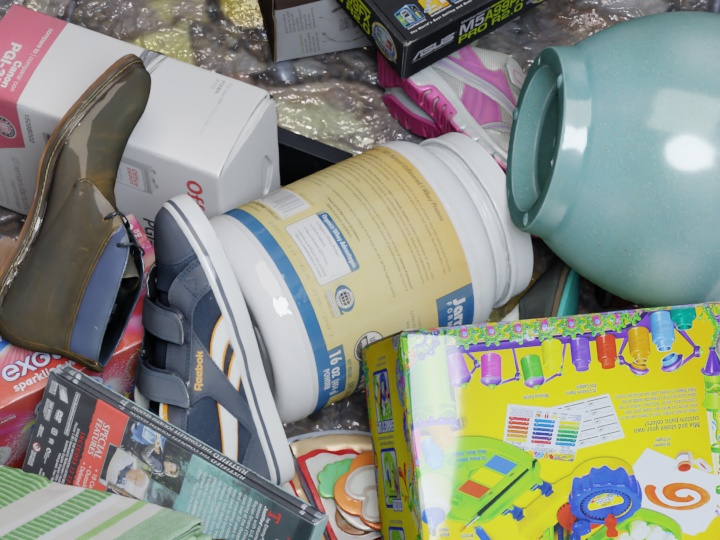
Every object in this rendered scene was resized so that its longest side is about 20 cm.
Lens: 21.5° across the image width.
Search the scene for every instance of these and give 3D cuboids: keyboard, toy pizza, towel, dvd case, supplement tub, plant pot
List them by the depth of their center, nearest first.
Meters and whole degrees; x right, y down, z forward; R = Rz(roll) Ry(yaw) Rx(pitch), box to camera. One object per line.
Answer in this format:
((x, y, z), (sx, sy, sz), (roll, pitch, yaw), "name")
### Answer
((-0.207, 0.161, 1.107), (0.199, 0.023, 0.152), (8, 21, 35), "towel")
((-0.127, 0.166, 1.172), (0.200, 0.146, 0.022), (27, 23, 20), "dvd case")
((0.171, -0.074, 1.207), (0.134, 0.200, 0.201), (7, 56, -11), "plant pot")
((-0.013, 0.187, 1.217), (0.199, 0.032, 0.201), (0, 57, 0), "toy pizza")
((0.000, 0.000, 1.269), (0.200, 0.145, 0.145), (-25, 60, -21), "supplement tub")
((-0.097, -0.108, 1.354), (0.199, 0.127, 0.021), (20, 69, 12), "keyboard")

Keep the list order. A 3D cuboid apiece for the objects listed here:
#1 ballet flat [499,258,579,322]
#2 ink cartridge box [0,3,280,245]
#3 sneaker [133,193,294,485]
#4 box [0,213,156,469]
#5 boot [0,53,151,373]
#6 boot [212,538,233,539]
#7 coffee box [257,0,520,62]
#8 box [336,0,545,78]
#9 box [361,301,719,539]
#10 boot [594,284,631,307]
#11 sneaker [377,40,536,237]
((0.110, 0.077, 1.273), (0.068, 0.068, 0.201), (0, 56, 10), "ballet flat")
((-0.164, -0.085, 1.326), (0.199, 0.147, 0.083), (20, 59, 13), "ink cartridge box")
((-0.106, 0.056, 1.189), (0.079, 0.201, 0.078), (-21, 15, -16), "sneaker")
((-0.213, 0.060, 1.260), (0.200, 0.096, 0.100), (-25, 59, -16), "box")
((-0.161, -0.033, 1.204), (0.097, 0.075, 0.200), (28, 87, 13), "boot")
((-0.034, 0.259, 1.086), (0.200, 0.156, 0.073), (19, 18, 31), "boot")
((0.017, -0.244, 1.473), (0.199, 0.080, 0.115), (-12, 58, -8), "coffee box")
((0.066, -0.251, 1.405), (0.200, 0.044, 0.160), (-30, 66, -18), "box")
((0.117, 0.127, 1.148), (0.199, 0.122, 0.193), (-4, 84, -12), "box")
((0.278, -0.020, 1.354), (0.199, 0.069, 0.189), (22, 52, 5), "boot")
((0.098, -0.110, 1.385), (0.088, 0.081, 0.200), (-30, 62, -17), "sneaker")
